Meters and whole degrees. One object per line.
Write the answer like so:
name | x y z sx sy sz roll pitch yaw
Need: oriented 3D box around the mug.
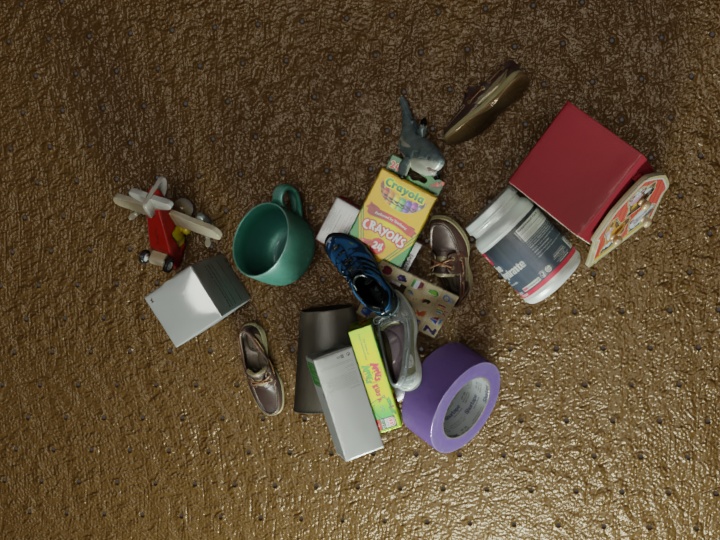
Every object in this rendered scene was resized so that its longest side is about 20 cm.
mug | -0.156 -0.059 1.732 0.185 0.114 0.152 -48 53 14

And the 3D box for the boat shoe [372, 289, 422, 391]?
boat shoe | 0.067 0.128 1.640 0.074 0.065 0.204 -20 66 28

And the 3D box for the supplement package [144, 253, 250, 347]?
supplement package | -0.326 0.057 1.746 0.121 0.200 0.120 -32 92 12

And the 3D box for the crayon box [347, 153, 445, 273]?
crayon box | 0.066 -0.112 1.679 0.126 0.051 0.202 27 97 4

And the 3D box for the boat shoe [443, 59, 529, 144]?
boat shoe | 0.235 -0.330 1.680 0.200 0.072 0.072 -42 59 22

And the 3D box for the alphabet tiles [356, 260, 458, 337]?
alphabet tiles | 0.086 0.079 1.722 0.166 0.008 0.201 25 136 -1

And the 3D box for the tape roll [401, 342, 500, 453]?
tape roll | 0.179 0.249 1.688 0.085 0.199 0.202 32 104 39

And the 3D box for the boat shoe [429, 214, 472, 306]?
boat shoe | 0.171 -0.014 1.671 0.071 0.072 0.201 6 134 26

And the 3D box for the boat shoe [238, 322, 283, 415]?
boat shoe | -0.214 0.212 1.797 0.071 0.072 0.202 -11 96 10

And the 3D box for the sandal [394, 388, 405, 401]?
sandal | 0.076 0.165 1.734 0.078 0.059 0.209 11 100 1

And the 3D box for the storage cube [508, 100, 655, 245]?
storage cube | 0.411 -0.173 1.591 0.200 0.171 0.180 42 103 24

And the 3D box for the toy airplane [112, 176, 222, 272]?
toy airplane | -0.396 -0.112 1.765 0.198 0.141 0.200 -26 109 43

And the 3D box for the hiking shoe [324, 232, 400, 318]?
hiking shoe | 0.000 0.000 1.617 0.074 0.087 0.200 -44 75 7

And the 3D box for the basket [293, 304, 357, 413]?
basket | -0.060 0.177 1.758 0.178 0.136 0.203 -7 93 -4

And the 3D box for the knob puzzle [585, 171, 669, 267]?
knob puzzle | 0.501 -0.101 1.571 0.220 0.219 0.030 -48 63 11

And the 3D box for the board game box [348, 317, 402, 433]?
board game box | 0.029 0.199 1.659 0.047 0.102 0.202 -17 94 3

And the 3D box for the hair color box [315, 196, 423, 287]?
hair color box | 0.019 -0.060 1.746 0.199 0.061 0.102 30 99 4

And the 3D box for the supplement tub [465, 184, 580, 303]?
supplement tub | 0.313 -0.050 1.661 0.140 0.140 0.200 -43 90 12

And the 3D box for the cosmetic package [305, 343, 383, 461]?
cosmetic package | -0.031 0.249 1.644 0.084 0.108 0.202 -17 90 -12

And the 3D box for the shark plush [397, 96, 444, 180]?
shark plush | 0.120 -0.259 1.673 0.090 0.202 0.084 9 141 -17
